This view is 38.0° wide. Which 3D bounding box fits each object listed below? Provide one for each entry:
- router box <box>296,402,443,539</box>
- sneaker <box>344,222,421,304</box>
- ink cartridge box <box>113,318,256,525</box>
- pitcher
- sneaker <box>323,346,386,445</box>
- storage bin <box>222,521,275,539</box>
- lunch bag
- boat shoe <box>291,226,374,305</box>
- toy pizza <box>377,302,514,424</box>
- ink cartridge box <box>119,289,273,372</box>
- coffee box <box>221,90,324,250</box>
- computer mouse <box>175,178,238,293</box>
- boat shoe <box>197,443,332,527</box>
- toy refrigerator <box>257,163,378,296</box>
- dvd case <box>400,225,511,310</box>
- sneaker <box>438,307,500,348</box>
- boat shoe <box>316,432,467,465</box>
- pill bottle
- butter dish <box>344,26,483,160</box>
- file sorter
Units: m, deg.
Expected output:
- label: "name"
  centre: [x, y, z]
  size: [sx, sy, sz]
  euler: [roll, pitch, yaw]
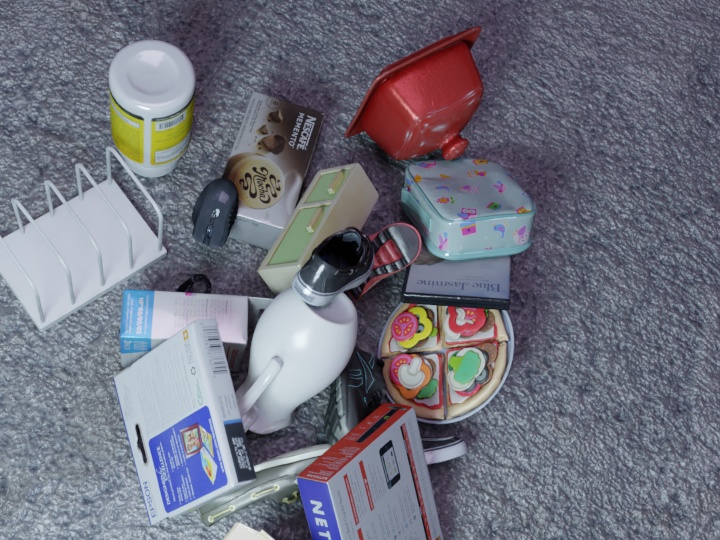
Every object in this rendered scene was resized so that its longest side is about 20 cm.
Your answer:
- label: "router box"
  centre: [0.017, 0.288, 1.247]
  size: [0.179, 0.049, 0.202]
  euler: [-32, 115, -47]
- label: "sneaker"
  centre: [0.000, 0.000, 1.449]
  size: [0.199, 0.087, 0.074]
  euler: [-29, 92, 11]
- label: "ink cartridge box"
  centre: [-0.215, 0.186, 1.264]
  size: [0.047, 0.200, 0.199]
  euler: [-5, 71, -41]
- label: "pitcher"
  centre: [-0.095, 0.119, 1.281]
  size: [0.121, 0.201, 0.172]
  euler: [37, 29, 8]
- label: "sneaker"
  centre: [-0.003, 0.157, 1.342]
  size: [0.079, 0.076, 0.200]
  euler: [16, 29, -9]
- label: "storage bin"
  centre: [-0.097, 0.396, 1.186]
  size: [0.198, 0.200, 0.094]
  euler: [38, 63, 7]
- label: "lunch bag"
  centre: [0.146, -0.090, 1.484]
  size: [0.159, 0.078, 0.200]
  euler: [-9, 31, -13]
- label: "boat shoe"
  centre: [-0.022, -0.020, 1.290]
  size: [0.070, 0.066, 0.200]
  euler: [38, 26, 9]
- label: "toy pizza"
  centre: [0.108, 0.103, 1.395]
  size: [0.199, 0.032, 0.202]
  euler: [-11, 65, 25]
- label: "ink cartridge box"
  centre: [-0.207, 0.081, 1.353]
  size: [0.198, 0.115, 0.068]
  euler: [3, 66, -10]
- label: "coffee box"
  centre: [-0.131, -0.141, 1.488]
  size: [0.112, 0.080, 0.201]
  euler: [17, 64, -1]
- label: "computer mouse"
  centre: [-0.211, -0.027, 1.397]
  size: [0.058, 0.034, 0.202]
  euler: [17, 94, -2]
- label: "boat shoe"
  centre: [-0.109, 0.264, 1.303]
  size: [0.200, 0.072, 0.061]
  euler: [-16, 83, 1]
- label: "toy refrigerator"
  centre: [-0.055, -0.054, 1.407]
  size: [0.070, 0.075, 0.201]
  euler: [56, 46, -31]
- label: "dvd case"
  centre: [0.135, -0.008, 1.437]
  size: [0.141, 0.018, 0.200]
  euler: [4, 31, 7]
- label: "sneaker"
  centre: [0.135, 0.061, 1.464]
  size: [0.075, 0.081, 0.200]
  euler: [-41, 57, 10]
- label: "boat shoe"
  centre: [0.040, 0.224, 1.364]
  size: [0.197, 0.074, 0.069]
  euler: [-6, 81, -4]
- label: "pill bottle"
  centre: [-0.283, -0.212, 1.422]
  size: [0.111, 0.200, 0.113]
  euler: [5, 65, -10]
- label: "butter dish"
  centre: [0.103, -0.227, 1.517]
  size: [0.199, 0.200, 0.148]
  euler: [-30, 82, -23]
- label: "file sorter"
  centre: [-0.375, -0.047, 1.372]
  size: [0.199, 0.125, 0.139]
  euler: [-34, 76, -23]
